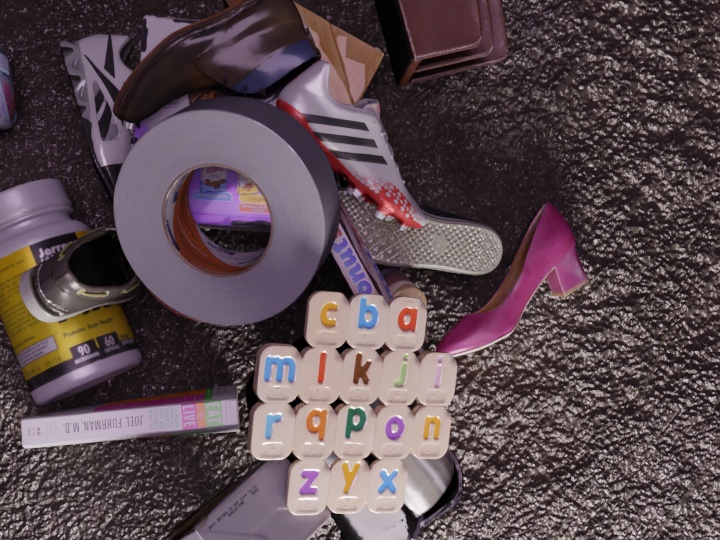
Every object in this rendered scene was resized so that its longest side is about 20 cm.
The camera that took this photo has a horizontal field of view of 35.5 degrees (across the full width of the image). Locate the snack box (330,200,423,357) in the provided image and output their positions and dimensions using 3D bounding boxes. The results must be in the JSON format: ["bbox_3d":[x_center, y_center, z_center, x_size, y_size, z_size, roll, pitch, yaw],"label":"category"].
[{"bbox_3d":[0.000,0.000,1.083,0.024,0.072,0.201,-30,82,9],"label":"snack box"}]

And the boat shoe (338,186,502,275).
[{"bbox_3d":[0.050,-0.039,1.171,0.198,0.062,0.075,13,94,-15],"label":"boat shoe"}]

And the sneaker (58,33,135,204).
[{"bbox_3d":[-0.243,-0.154,1.158,0.088,0.074,0.202,-15,83,-10],"label":"sneaker"}]

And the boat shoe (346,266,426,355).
[{"bbox_3d":[-0.018,0.076,1.161,0.200,0.065,0.072,-45,128,9],"label":"boat shoe"}]

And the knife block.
[{"bbox_3d":[-0.058,-0.171,1.184,0.199,0.064,0.177,29,81,-3],"label":"knife block"}]

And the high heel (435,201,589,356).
[{"bbox_3d":[0.147,0.012,1.178,0.199,0.067,0.097,-29,97,-13],"label":"high heel"}]

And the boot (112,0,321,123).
[{"bbox_3d":[-0.132,-0.182,1.047,0.200,0.075,0.097,-40,82,0],"label":"boot"}]

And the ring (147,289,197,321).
[{"bbox_3d":[-0.145,-0.045,1.172,0.198,0.019,0.203,-1,83,5],"label":"ring"}]

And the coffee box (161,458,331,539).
[{"bbox_3d":[-0.126,0.256,1.049,0.080,0.200,0.113,50,54,1],"label":"coffee box"}]

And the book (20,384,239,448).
[{"bbox_3d":[-0.218,0.145,1.099,0.198,0.134,0.049,-5,85,-6],"label":"book"}]

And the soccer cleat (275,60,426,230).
[{"bbox_3d":[0.005,-0.116,1.076,0.200,0.069,0.085,40,90,-24],"label":"soccer cleat"}]

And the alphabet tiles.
[{"bbox_3d":[-0.004,0.118,1.001,0.198,0.015,0.198,4,94,-27],"label":"alphabet tiles"}]

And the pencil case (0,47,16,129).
[{"bbox_3d":[-0.449,-0.175,1.133,0.198,0.091,0.084,-7,43,-8],"label":"pencil case"}]

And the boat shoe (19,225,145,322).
[{"bbox_3d":[-0.236,-0.006,1.066,0.060,0.201,0.073,-28,93,28],"label":"boat shoe"}]

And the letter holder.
[{"bbox_3d":[0.087,-0.319,1.198,0.141,0.101,0.202,-14,85,-9],"label":"letter holder"}]

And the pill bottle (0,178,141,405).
[{"bbox_3d":[-0.304,0.020,1.113,0.113,0.114,0.202,-23,87,-8],"label":"pill bottle"}]

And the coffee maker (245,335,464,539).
[{"bbox_3d":[-0.023,0.177,1.082,0.192,0.134,0.201,-45,116,-17],"label":"coffee maker"}]

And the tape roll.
[{"bbox_3d":[-0.121,-0.054,1.027,0.198,0.066,0.203,4,110,12],"label":"tape roll"}]

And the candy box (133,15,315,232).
[{"bbox_3d":[-0.136,-0.143,1.119,0.166,0.072,0.202,5,88,5],"label":"candy box"}]
